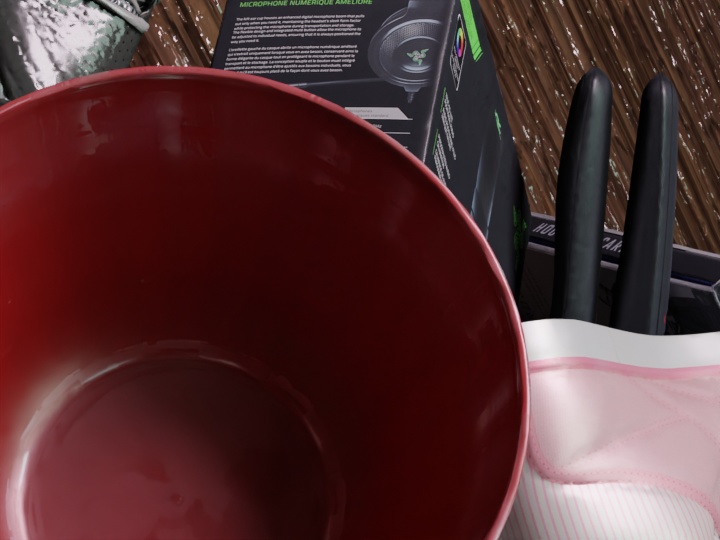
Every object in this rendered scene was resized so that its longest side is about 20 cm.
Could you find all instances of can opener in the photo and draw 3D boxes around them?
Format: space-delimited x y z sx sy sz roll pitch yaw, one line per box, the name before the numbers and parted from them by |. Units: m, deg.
can opener | 0.099 0.019 0.937 0.079 0.063 0.201 -154 -105 -81

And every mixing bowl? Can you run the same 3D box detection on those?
mixing bowl | -0.056 0.053 0.696 0.108 0.199 0.201 101 -6 -64

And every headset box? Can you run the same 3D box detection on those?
headset box | 0.000 0.000 0.885 0.174 0.092 0.201 70 25 -52

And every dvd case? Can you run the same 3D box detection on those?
dvd case | 0.134 0.047 1.036 0.025 0.200 0.151 -37 113 -17

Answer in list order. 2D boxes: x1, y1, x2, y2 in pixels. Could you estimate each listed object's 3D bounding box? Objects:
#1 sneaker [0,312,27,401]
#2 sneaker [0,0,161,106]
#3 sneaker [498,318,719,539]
sneaker | -0.133 0.013 0.773 0.200 0.077 0.092 -16 107 -53
sneaker | -0.081 -0.141 0.851 0.075 0.115 0.201 31 53 -46
sneaker | 0.108 0.077 0.842 0.200 0.075 0.105 6 64 -49
